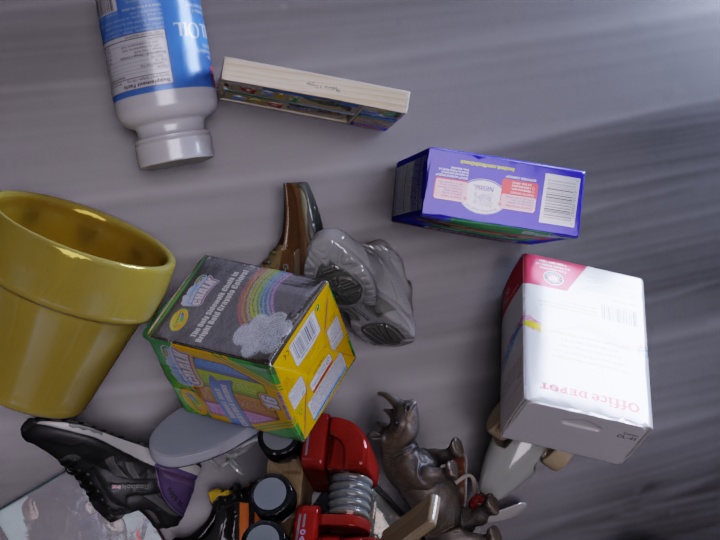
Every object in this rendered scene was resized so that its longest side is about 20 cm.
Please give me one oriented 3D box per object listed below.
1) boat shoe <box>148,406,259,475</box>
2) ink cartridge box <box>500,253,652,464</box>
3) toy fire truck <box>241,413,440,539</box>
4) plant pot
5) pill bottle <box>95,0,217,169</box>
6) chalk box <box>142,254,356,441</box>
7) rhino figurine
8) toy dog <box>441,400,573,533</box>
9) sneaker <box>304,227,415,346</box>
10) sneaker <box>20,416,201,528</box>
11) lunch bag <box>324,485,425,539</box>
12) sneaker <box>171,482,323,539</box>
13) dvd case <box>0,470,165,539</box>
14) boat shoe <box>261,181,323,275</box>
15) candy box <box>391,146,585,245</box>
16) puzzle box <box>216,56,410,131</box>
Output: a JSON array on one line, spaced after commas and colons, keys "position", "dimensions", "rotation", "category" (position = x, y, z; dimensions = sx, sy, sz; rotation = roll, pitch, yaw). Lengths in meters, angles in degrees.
[{"position": [-0.135, 0.176, 1.505], "dimensions": [0.201, 0.075, 0.086], "rotation": [-27, 137, -30], "category": "boat shoe"}, {"position": [0.231, 0.093, 1.518], "dimensions": [0.147, 0.086, 0.201], "rotation": [14, 52, -9], "category": "ink cartridge box"}, {"position": [-0.009, 0.232, 1.405], "dimensions": [0.199, 0.129, 0.177], "rotation": [0, 60, 13], "category": "toy fire truck"}, {"position": [-0.315, 0.041, 1.439], "dimensions": [0.200, 0.201, 0.190], "rotation": [21, 101, -8], "category": "plant pot"}, {"position": [-0.213, -0.213, 1.489], "dimensions": [0.112, 0.112, 0.201], "rotation": [-10, 92, -8], "category": "pill bottle"}, {"position": [-0.128, 0.075, 1.439], "dimensions": [0.199, 0.124, 0.125], "rotation": [11, 51, 30], "category": "chalk box"}, {"position": [0.069, 0.215, 1.482], "dimensions": [0.087, 0.060, 0.200], "rotation": [-28, 97, 30], "category": "rhino figurine"}, {"position": [0.151, 0.222, 1.563], "dimensions": [0.200, 0.096, 0.132], "rotation": [-34, 97, 7], "category": "toy dog"}, {"position": [0.000, 0.000, 1.504], "dimensions": [0.078, 0.200, 0.100], "rotation": [-7, 57, 23], "category": "sneaker"}, {"position": [-0.268, 0.217, 1.469], "dimensions": [0.199, 0.076, 0.088], "rotation": [22, 75, -21], "category": "sneaker"}, {"position": [-0.011, 0.349, 1.512], "dimensions": [0.200, 0.118, 0.164], "rotation": [-42, 93, -1], "category": "lunch bag"}, {"position": [-0.118, 0.257, 1.518], "dimensions": [0.090, 0.070, 0.200], "rotation": [44, 85, -7], "category": "sneaker"}, {"position": [-0.286, 0.313, 1.517], "dimensions": [0.146, 0.022, 0.201], "rotation": [-29, 94, -8], "category": "dvd case"}, {"position": [-0.075, 0.004, 1.527], "dimensions": [0.073, 0.076, 0.201], "rotation": [-6, 89, 6], "category": "boat shoe"}, {"position": [0.131, -0.077, 1.494], "dimensions": [0.168, 0.200, 0.077], "rotation": [8, 90, -7], "category": "candy box"}, {"position": [-0.055, -0.188, 1.502], "dimensions": [0.199, 0.133, 0.026], "rotation": [10, 87, -7], "category": "puzzle box"}]
